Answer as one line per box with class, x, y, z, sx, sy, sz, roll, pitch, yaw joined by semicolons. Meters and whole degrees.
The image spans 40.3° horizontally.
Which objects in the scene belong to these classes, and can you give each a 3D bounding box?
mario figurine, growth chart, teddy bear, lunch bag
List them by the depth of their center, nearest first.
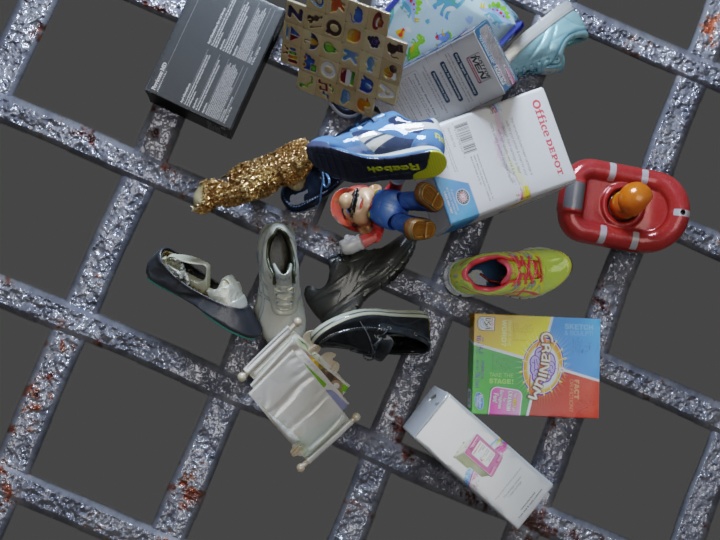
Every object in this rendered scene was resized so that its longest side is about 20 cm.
mario figurine;0.019;-0.091;1.425;0.123;0.199;0.107;-44;119;-28
teddy bear;-0.155;-0.124;1.425;0.199;0.145;0.067;-24;90;-21
growth chart;-0.085;0.181;1.450;0.144;0.018;0.201;-36;108;-9
lunch bag;0.121;-0.359;1.487;0.170;0.127;0.200;46;109;0

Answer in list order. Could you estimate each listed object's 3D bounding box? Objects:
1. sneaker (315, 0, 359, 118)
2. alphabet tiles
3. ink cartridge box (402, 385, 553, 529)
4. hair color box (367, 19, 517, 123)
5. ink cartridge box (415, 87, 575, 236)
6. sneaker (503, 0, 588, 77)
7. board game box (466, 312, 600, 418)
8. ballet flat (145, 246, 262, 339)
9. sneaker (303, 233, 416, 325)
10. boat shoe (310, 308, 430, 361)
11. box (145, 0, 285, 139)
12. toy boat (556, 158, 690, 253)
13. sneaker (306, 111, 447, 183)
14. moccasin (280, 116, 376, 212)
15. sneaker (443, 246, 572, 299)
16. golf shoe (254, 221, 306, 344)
sneaker;-0.031;-0.336;1.477;0.069;0.109;0.202;-9;86;-5
alphabet tiles;-0.027;-0.319;1.439;0.198;0.168;0.006;24;40;16
ink cartridge box;0.164;0.267;1.429;0.200;0.145;0.085;42;85;-1
hair color box;0.118;-0.271;1.429;0.101;0.199;0.061;60;39;-13
ink cartridge box;0.190;-0.158;1.464;0.198;0.146;0.148;-19;87;-6
sneaker;0.275;-0.331;1.523;0.200;0.074;0.082;-41;87;-6
board game box;0.264;0.145;1.500;0.198;0.040;0.155;2;85;-5
ballet flat;-0.224;0.027;1.440;0.199;0.073;0.073;30;83;6
sneaker;0.000;0.000;1.474;0.200;0.076;0.091;-41;84;-9
boat shoe;0.021;0.098;1.439;0.198;0.075;0.063;1;59;-30
box;-0.216;-0.322;1.475;0.140;0.079;0.202;25;84;-6
toy boat;0.405;-0.101;1.488;0.198;0.131;0.132;10;85;-4
sneaker;0.024;-0.174;1.368;0.198;0.074;0.083;2;62;9
moccasin;-0.044;-0.170;1.483;0.080;0.068;0.200;45;84;0
sneaker;0.230;0.006;1.484;0.198;0.090;0.079;-9;85;-7
golf shoe;-0.120;0.027;1.448;0.077;0.097;0.202;-8;88;-8
